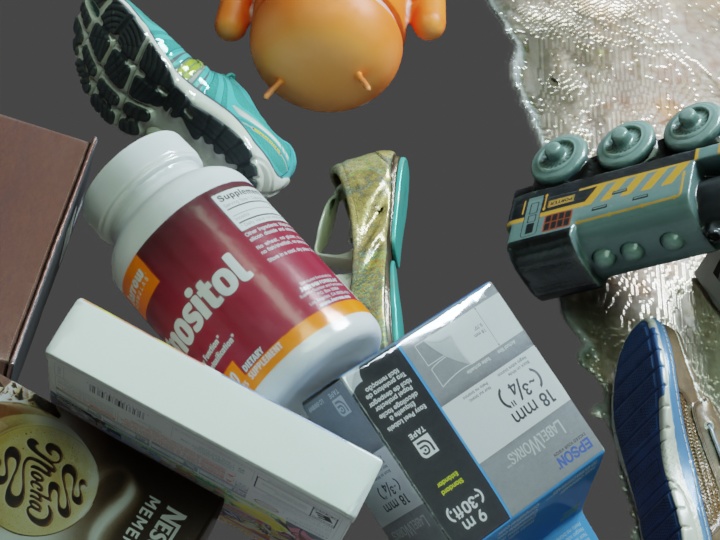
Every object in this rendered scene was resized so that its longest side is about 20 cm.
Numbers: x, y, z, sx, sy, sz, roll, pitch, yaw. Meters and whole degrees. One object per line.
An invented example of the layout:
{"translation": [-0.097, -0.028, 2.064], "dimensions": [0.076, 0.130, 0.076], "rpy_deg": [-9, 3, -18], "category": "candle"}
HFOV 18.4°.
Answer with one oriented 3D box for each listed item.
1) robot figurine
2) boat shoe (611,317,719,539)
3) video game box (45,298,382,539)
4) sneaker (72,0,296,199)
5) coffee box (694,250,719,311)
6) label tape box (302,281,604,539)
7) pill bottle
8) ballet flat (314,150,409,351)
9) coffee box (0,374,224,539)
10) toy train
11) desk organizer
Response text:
{"translation": [-0.022, -0.198, 1.646], "dimensions": [0.144, 0.117, 0.200], "rpy_deg": [26, 45, -19], "category": "robot figurine"}
{"translation": [0.222, 0.127, 1.513], "dimensions": [0.072, 0.072, 0.200], "rpy_deg": [7, 61, -22], "category": "boat shoe"}
{"translation": [-0.091, 0.104, 1.331], "dimensions": [0.200, 0.182, 0.047], "rpy_deg": [28, 69, 2], "category": "video game box"}
{"translation": [-0.128, -0.122, 1.586], "dimensions": [0.200, 0.078, 0.080], "rpy_deg": [46, 32, 11], "category": "sneaker"}
{"translation": [0.403, -0.001, 1.593], "dimensions": [0.200, 0.198, 0.200], "rpy_deg": [-14, 59, -30], "category": "coffee box"}
{"translation": [0.078, 0.127, 1.417], "dimensions": [0.144, 0.063, 0.200], "rpy_deg": [-31, 86, -36], "category": "label tape box"}
{"translation": [-0.089, 0.007, 1.455], "dimensions": [0.113, 0.113, 0.200], "rpy_deg": [-29, 66, -36], "category": "pill bottle"}
{"translation": [0.000, 0.000, 1.534], "dimensions": [0.071, 0.071, 0.200], "rpy_deg": [11, 50, -12], "category": "ballet flat"}
{"translation": [-0.198, 0.145, 1.323], "dimensions": [0.200, 0.080, 0.113], "rpy_deg": [29, 48, 3], "category": "coffee box"}
{"translation": [0.194, -0.046, 1.572], "dimensions": [0.085, 0.200, 0.114], "rpy_deg": [54, 37, -35], "category": "toy train"}
{"translation": [-0.237, -0.005, 1.437], "dimensions": [0.077, 0.072, 0.200], "rpy_deg": [17, 49, -4], "category": "desk organizer"}
